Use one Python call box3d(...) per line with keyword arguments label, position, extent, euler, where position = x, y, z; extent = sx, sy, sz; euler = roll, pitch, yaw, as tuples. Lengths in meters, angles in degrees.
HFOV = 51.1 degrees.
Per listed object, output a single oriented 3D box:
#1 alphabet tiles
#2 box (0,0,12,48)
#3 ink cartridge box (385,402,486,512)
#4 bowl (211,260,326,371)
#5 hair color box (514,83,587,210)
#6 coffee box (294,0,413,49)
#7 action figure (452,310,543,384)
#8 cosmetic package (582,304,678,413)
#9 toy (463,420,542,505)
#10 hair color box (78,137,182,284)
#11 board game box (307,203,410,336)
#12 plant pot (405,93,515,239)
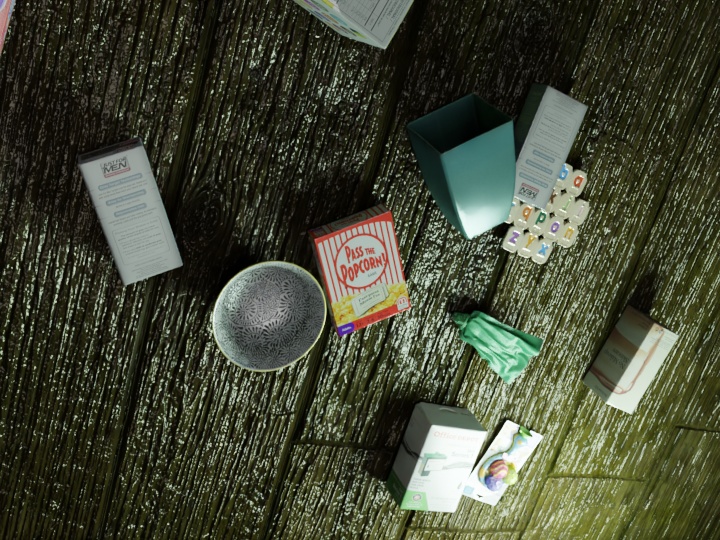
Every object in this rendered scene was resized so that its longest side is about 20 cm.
box3d(label="alphabet tiles", position=(0.360, -0.118, 1.479), extent=(0.196, 0.015, 0.199), euler=(18, 104, -26))
box3d(label="box", position=(-0.502, -0.375, 0.985), extent=(0.093, 0.103, 0.204), euler=(16, 104, -26))
box3d(label="ink cartridge box", position=(0.157, 0.391, 1.571), extent=(0.143, 0.084, 0.204), euler=(11, 108, -25))
box3d(label="bowl", position=(-0.166, 0.062, 1.302), extent=(0.196, 0.094, 0.206), euler=(-8, 114, -19))
box3d(label="hair color box", position=(0.327, -0.226, 1.384), extent=(0.097, 0.061, 0.204), euler=(18, 99, -22))
box3d(label="coffee box", position=(-0.018, -0.468, 1.080), extent=(0.195, 0.200, 0.203), euler=(27, 100, -29))
box3d(label="action figure", position=(0.263, 0.136, 1.525), extent=(0.198, 0.055, 0.119), euler=(32, 99, -22))
box3d(label="cosmetic package", position=(0.589, 0.194, 1.649), extent=(0.086, 0.103, 0.203), euler=(22, 101, -25))
box3d(label="toy", position=(0.321, 0.441, 1.677), extent=(0.114, 0.047, 0.203), euler=(25, 100, -26))
box3d(label="hair color box", position=(-0.357, -0.092, 1.175), extent=(0.097, 0.061, 0.204), euler=(-19, 118, -13))
box3d(label="board game box", position=(0.000, 0.000, 1.369), extent=(0.149, 0.046, 0.204), euler=(-21, 117, -12))
box3d(label="plant pot", position=(0.188, -0.171, 1.323), extent=(0.139, 0.142, 0.203), euler=(-25, 126, -10))
